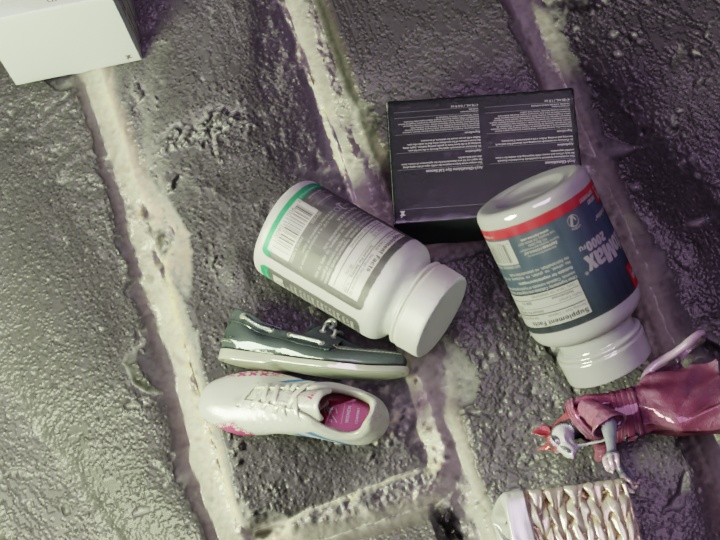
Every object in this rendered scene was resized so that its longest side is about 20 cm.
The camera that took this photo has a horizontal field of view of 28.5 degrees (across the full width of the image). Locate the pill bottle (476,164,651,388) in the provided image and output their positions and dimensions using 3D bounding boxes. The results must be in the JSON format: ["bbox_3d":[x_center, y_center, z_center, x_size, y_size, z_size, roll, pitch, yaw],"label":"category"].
[{"bbox_3d":[0.208,0.008,1.405,0.120,0.120,0.200,-28,102,-5],"label":"pill bottle"}]

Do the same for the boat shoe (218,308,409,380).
[{"bbox_3d":[-0.047,0.076,1.465,0.200,0.073,0.062,5,76,11],"label":"boat shoe"}]

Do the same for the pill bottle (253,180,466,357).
[{"bbox_3d":[0.000,0.000,1.459,0.200,0.113,0.113,31,77,17],"label":"pill bottle"}]

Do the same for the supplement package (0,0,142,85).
[{"bbox_3d":[-0.344,-0.340,1.583,0.152,0.151,0.200,-11,71,0],"label":"supplement package"}]

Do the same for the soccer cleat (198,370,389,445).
[{"bbox_3d":[-0.070,0.133,1.440,0.200,0.086,0.070,6,72,7],"label":"soccer cleat"}]

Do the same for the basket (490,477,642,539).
[{"bbox_3d":[0.207,0.304,1.340,0.123,0.136,0.200,-10,72,-3],"label":"basket"}]

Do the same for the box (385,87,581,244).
[{"bbox_3d":[0.131,-0.108,1.508,0.200,0.079,0.141,-4,70,3],"label":"box"}]

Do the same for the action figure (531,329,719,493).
[{"bbox_3d":[0.264,0.135,1.389,0.200,0.134,0.149,-8,70,-1],"label":"action figure"}]
